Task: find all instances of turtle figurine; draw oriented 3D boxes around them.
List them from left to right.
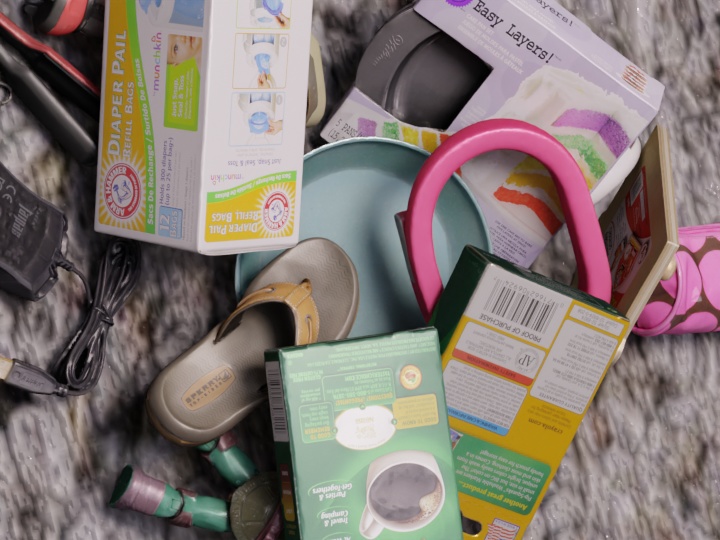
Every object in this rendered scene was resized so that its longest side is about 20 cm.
[{"bbox_3d":[-0.068,0.172,1.615,0.199,0.101,0.150,33,62,-13],"label":"turtle figurine"}]

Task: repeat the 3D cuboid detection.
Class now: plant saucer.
[{"bbox_3d":[0.000,0.000,1.690,0.199,0.036,0.202,-3,99,-16],"label":"plant saucer"}]

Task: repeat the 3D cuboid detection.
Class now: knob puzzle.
[{"bbox_3d":[0.197,0.015,1.748,0.030,0.220,0.221,22,70,-10],"label":"knob puzzle"}]

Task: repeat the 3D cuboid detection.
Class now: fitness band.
[{"bbox_3d":[0.106,-0.012,1.667,0.143,0.037,0.201,-20,112,-6],"label":"fitness band"}]

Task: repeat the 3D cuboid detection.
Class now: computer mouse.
[{"bbox_3d":[-0.248,0.004,1.570,0.200,0.046,0.141,32,62,-35],"label":"computer mouse"}]

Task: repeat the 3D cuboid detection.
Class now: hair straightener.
[{"bbox_3d":[-0.254,-0.142,1.592,0.200,0.041,0.077,44,63,-17],"label":"hair straightener"}]

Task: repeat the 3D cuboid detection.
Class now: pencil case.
[{"bbox_3d":[0.302,-0.001,1.867,0.199,0.091,0.094,-8,120,-33],"label":"pencil case"}]

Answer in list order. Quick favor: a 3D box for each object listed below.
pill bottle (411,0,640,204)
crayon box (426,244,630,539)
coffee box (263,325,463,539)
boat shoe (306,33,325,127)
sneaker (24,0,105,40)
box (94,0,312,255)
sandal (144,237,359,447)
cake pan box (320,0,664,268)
[{"bbox_3d":[0.121,-0.140,1.771,0.109,0.109,0.200,-45,104,-28],"label":"pill bottle"},{"bbox_3d":[0.092,0.097,1.650,0.125,0.052,0.201,22,99,-24],"label":"crayon box"},{"bbox_3d":[0.004,0.146,1.564,0.122,0.044,0.201,-8,89,-22],"label":"coffee box"},{"bbox_3d":[-0.080,-0.200,1.685,0.068,0.075,0.201,-13,88,-37],"label":"boat shoe"},{"bbox_3d":[-0.171,-0.252,1.644,0.097,0.071,0.202,19,74,-26],"label":"sneaker"},{"bbox_3d":[-0.109,-0.118,1.589,0.101,0.112,0.202,-5,102,-48],"label":"box"},{"bbox_3d":[-0.069,0.044,1.592,0.082,0.055,0.200,46,58,10],"label":"sandal"},{"bbox_3d":[0.094,-0.120,1.695,0.200,0.184,0.052,37,28,-6],"label":"cake pan box"}]
